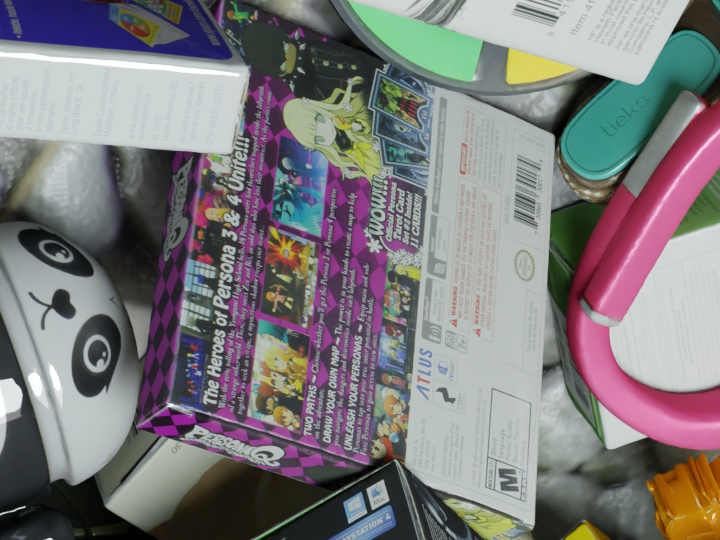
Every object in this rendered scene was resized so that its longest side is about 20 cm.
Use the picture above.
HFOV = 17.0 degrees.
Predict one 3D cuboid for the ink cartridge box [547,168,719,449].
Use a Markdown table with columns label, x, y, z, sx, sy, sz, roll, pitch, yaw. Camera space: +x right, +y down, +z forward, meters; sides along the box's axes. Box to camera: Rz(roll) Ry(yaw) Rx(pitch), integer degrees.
| label | x | y | z | sx | sy | sz | roll | pitch | yaw |
| --- | --- | --- | --- | --- | --- | --- | --- | --- | --- |
| ink cartridge box | 0.192 | 0.001 | 1.168 | 0.199 | 0.059 | 0.104 | -18 | 121 | -7 |

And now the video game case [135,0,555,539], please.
| label | x | y | z | sx | sy | sz | roll | pitch | yaw |
| --- | --- | --- | --- | --- | --- | --- | --- | --- | --- |
| video game case | 0.000 | 0.000 | 1.043 | 0.181 | 0.201 | 0.036 | 20 | 148 | -26 |

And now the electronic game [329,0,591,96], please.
| label | x | y | z | sx | sy | sz | roll | pitch | yaw |
| --- | --- | --- | --- | --- | --- | --- | --- | --- | --- |
| electronic game | 0.070 | -0.171 | 1.048 | 0.199 | 0.042 | 0.201 | -7 | 117 | -14 |

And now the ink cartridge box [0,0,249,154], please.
| label | x | y | z | sx | sy | sz | roll | pitch | yaw |
| --- | --- | --- | --- | --- | --- | --- | --- | --- | --- |
| ink cartridge box | -0.160 | -0.104 | 0.927 | 0.199 | 0.198 | 0.044 | 6 | 112 | -19 |

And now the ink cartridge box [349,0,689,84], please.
| label | x | y | z | sx | sy | sz | roll | pitch | yaw |
| --- | --- | --- | --- | --- | --- | --- | --- | --- | --- |
| ink cartridge box | 0.044 | -0.167 | 0.870 | 0.199 | 0.084 | 0.146 | 13 | 118 | -33 |

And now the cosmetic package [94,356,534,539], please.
| label | x | y | z | sx | sy | sz | roll | pitch | yaw |
| --- | --- | --- | --- | --- | --- | --- | --- | --- | --- |
| cosmetic package | -0.023 | 0.105 | 1.151 | 0.200 | 0.071 | 0.105 | 34 | 104 | -29 |

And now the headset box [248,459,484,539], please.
| label | x | y | z | sx | sy | sz | roll | pitch | yaw |
| --- | --- | --- | --- | --- | --- | --- | --- | --- | --- |
| headset box | 0.006 | 0.199 | 1.034 | 0.174 | 0.093 | 0.200 | -32 | 134 | 15 |

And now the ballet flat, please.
| label | x | y | z | sx | sy | sz | roll | pitch | yaw |
| --- | --- | --- | --- | --- | --- | --- | --- | --- | --- |
| ballet flat | 0.176 | -0.101 | 1.118 | 0.200 | 0.071 | 0.065 | -38 | 148 | 8 |

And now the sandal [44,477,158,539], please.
| label | x | y | z | sx | sy | sz | roll | pitch | yaw |
| --- | --- | --- | --- | --- | --- | --- | --- | --- | --- |
| sandal | -0.173 | 0.131 | 1.120 | 0.200 | 0.080 | 0.057 | 12 | 127 | -22 |

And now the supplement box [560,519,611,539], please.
| label | x | y | z | sx | sy | sz | roll | pitch | yaw |
| --- | --- | --- | --- | --- | --- | --- | --- | --- | --- |
| supplement box | 0.134 | 0.224 | 1.199 | 0.109 | 0.110 | 0.200 | -41 | 145 | 7 |

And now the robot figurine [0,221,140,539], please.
| label | x | y | z | sx | sy | sz | roll | pitch | yaw |
| --- | --- | --- | --- | --- | --- | --- | --- | --- | --- |
| robot figurine | -0.193 | 0.055 | 1.036 | 0.199 | 0.125 | 0.151 | -19 | 119 | -14 |

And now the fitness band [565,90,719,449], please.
| label | x | y | z | sx | sy | sz | roll | pitch | yaw |
| --- | --- | --- | --- | --- | --- | --- | --- | --- | --- |
| fitness band | 0.180 | -0.007 | 1.103 | 0.143 | 0.037 | 0.201 | 22 | 110 | -26 |

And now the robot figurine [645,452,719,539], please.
| label | x | y | z | sx | sy | sz | roll | pitch | yaw |
| --- | --- | --- | --- | --- | --- | --- | --- | --- | --- |
| robot figurine | 0.208 | 0.183 | 1.158 | 0.058 | 0.145 | 0.200 | -30 | 126 | 15 |
